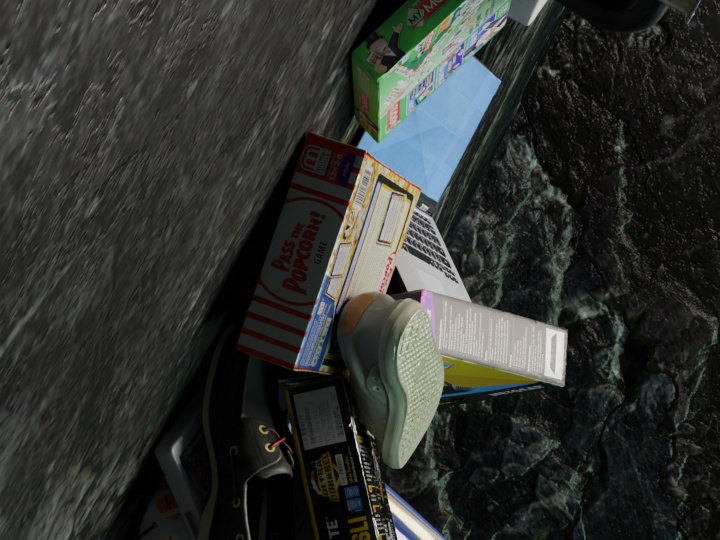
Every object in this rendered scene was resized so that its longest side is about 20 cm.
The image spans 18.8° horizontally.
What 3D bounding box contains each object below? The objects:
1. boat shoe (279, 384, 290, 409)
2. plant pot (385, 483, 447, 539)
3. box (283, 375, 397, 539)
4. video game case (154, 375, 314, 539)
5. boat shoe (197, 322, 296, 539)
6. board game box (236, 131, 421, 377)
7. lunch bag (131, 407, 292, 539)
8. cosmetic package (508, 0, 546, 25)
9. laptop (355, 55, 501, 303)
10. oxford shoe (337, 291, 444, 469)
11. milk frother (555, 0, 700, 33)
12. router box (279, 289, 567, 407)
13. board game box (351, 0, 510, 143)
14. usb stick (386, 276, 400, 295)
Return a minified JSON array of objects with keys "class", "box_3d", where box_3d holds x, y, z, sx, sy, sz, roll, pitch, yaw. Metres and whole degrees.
[{"class":"boat shoe","box_3d":[-0.087,0.149,1.831,0.201,0.067,0.074,-63,175,15]},{"class":"plant pot","box_3d":[-0.044,0.268,1.887,0.180,0.200,0.200,-28,-157,53]},{"class":"box","box_3d":[-0.008,0.166,1.600,0.200,0.049,0.161,53,22,-83]},{"class":"video game case","box_3d":[-0.079,0.170,1.585,0.143,0.018,0.201,-55,132,-50]},{"class":"boat shoe","box_3d":[-0.072,0.136,1.516,0.074,0.063,0.203,21,69,-56]},{"class":"board game box","box_3d":[-0.018,-0.004,1.508,0.200,0.046,0.152,25,84,-77]},{"class":"lunch bag","box_3d":[-0.119,0.188,1.684,0.161,0.075,0.200,-67,174,31]},{"class":"cosmetic package","box_3d":[0.149,-0.306,1.688,0.113,0.081,0.201,-56,171,-53]},{"class":"laptop","box_3d":[0.076,-0.068,1.741,0.116,0.201,0.187,-30,159,15]},{"class":"oxford shoe","box_3d":[0.019,0.074,1.532,0.075,0.057,0.200,-60,160,-25]},{"class":"milk frother","box_3d":[0.183,-0.287,1.484,0.201,0.187,0.181,-59,177,-15]},{"class":"router box","box_3d":[0.039,0.065,1.682,0.199,0.149,0.051,-14,-114,51]},{"class":"board game box","box_3d":[0.052,-0.163,1.524,0.134,0.029,0.200,-42,174,-6]},{"class":"usb stick","box_3d":[0.000,0.000,1.678,0.200,0.032,0.056,33,78,-61]}]
